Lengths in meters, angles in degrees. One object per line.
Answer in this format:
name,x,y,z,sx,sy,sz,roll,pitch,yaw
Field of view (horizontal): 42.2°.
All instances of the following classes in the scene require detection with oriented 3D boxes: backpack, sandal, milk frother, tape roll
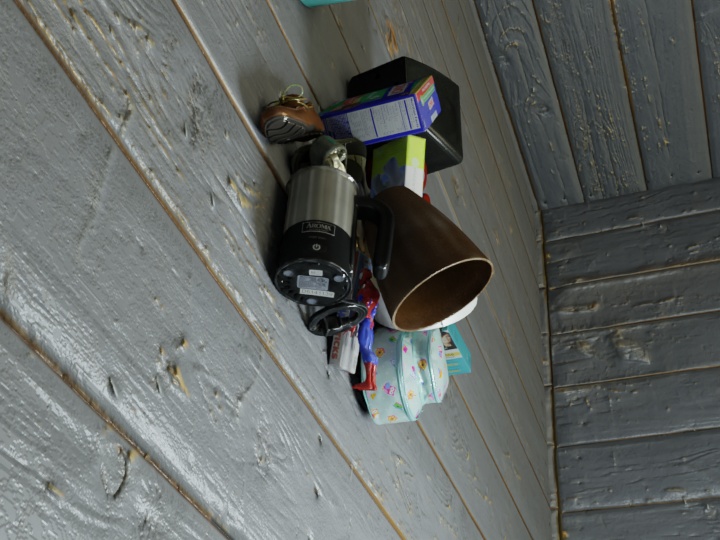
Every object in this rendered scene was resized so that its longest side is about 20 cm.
backpack,0.076,0.179,1.683,0.200,0.152,0.177,-47,131,-59
sandal,-0.055,-0.191,1.594,0.200,0.057,0.080,-3,107,-52
milk frother,-0.052,-0.022,1.465,0.200,0.179,0.189,125,-24,-49
tape roll,0.111,0.031,1.695,0.203,0.201,0.071,-64,149,-61

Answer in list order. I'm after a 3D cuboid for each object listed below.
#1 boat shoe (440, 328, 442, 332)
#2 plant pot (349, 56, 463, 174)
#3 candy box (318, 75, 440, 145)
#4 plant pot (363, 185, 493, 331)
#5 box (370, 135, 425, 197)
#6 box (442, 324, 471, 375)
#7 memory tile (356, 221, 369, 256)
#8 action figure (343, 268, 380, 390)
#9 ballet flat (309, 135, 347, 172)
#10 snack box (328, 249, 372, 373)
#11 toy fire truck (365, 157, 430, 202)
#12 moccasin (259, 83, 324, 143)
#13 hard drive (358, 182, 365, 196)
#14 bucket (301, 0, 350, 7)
boat shoe,0.109,0.064,1.905,0.201,0.072,0.068,59,-7,-20
plant pot,0.078,-0.313,1.900,0.177,0.199,0.201,36,46,-49
candy box,0.034,-0.284,1.707,0.169,0.199,0.077,-56,133,-65
plant pot,0.088,-0.036,1.536,0.201,0.186,0.187,59,9,26
box,0.064,-0.133,1.694,0.047,0.122,0.201,11,77,-30
box,0.189,0.170,2.124,0.200,0.082,0.049,57,29,-49
memory tile,0.000,0.000,1.699,0.200,0.017,0.154,70,23,-50
action figure,0.006,0.096,1.547,0.065,0.051,0.201,33,59,-68
ballet flat,-0.047,-0.123,1.536,0.067,0.064,0.201,-28,130,-31
snack box,-0.014,0.070,1.585,0.072,0.024,0.201,36,61,-63
toy fire truck,0.062,-0.127,1.836,0.168,0.111,0.201,-66,153,-45
moccasin,-0.109,-0.245,1.465,0.078,0.073,0.201,70,22,-2
hard drive,-0.033,-0.130,1.702,0.200,0.026,0.133,-67,143,-58
bucket,-0.054,-0.585,1.705,0.207,0.134,0.209,-11,90,-73
